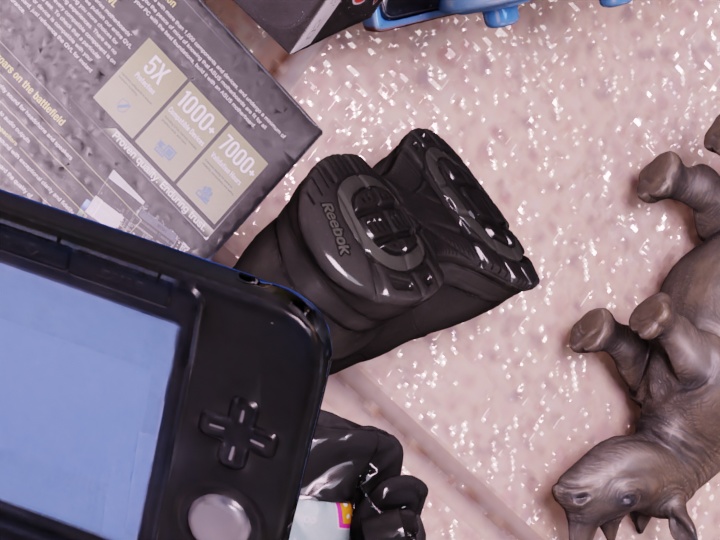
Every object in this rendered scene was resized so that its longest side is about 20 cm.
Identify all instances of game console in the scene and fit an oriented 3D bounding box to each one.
[{"bbox_3d":[-0.129,0.075,0.672,0.199,0.118,0.172,18,120,8],"label":"game console"}]

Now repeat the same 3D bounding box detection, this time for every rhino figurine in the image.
[{"bbox_3d":[0.136,0.039,0.948,0.087,0.060,0.201,33,76,-31],"label":"rhino figurine"}]

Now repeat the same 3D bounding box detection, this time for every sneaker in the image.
[{"bbox_3d":[0.000,0.000,0.852,0.076,0.091,0.200,57,22,13],"label":"sneaker"}]

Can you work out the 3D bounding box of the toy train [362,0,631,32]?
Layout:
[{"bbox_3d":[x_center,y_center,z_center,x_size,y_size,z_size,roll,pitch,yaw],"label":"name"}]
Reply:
[{"bbox_3d":[0.075,-0.146,0.902,0.199,0.114,0.087,-17,100,-26],"label":"toy train"}]

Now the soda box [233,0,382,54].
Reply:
[{"bbox_3d":[-0.063,-0.173,0.811,0.200,0.071,0.063,43,34,9],"label":"soda box"}]

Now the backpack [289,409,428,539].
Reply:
[{"bbox_3d":[-0.061,0.145,0.806,0.126,0.167,0.201,16,82,-4],"label":"backpack"}]

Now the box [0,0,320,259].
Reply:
[{"bbox_3d":[-0.145,-0.060,0.796,0.200,0.086,0.164,46,71,-15],"label":"box"}]
